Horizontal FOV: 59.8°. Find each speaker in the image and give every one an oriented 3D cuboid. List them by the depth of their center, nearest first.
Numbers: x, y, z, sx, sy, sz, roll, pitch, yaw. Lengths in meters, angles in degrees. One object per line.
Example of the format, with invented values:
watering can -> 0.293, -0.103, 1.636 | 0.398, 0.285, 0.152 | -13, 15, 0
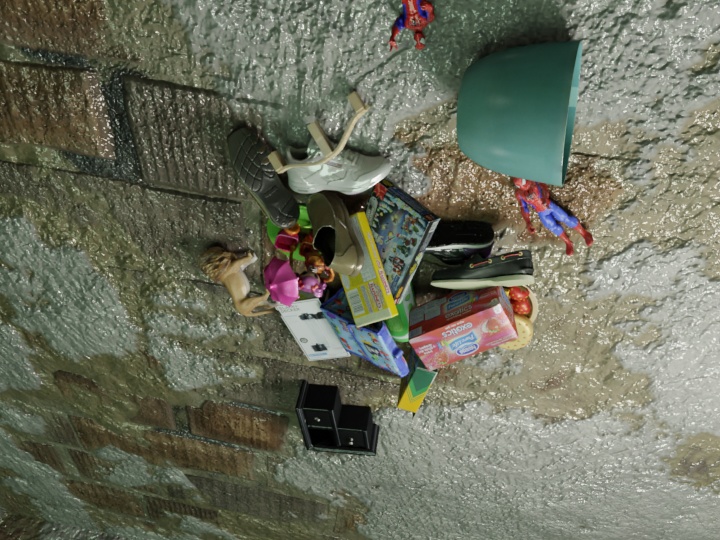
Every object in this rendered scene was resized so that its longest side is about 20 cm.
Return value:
speaker -> 0.075, 0.057, 1.319 | 0.087, 0.089, 0.202 | -4, 133, 17

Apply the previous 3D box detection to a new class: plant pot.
plant pot -> 0.232, -0.235, 0.929 | 0.159, 0.202, 0.202 | 9, 137, 20

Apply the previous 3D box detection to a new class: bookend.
bookend -> -0.057, 0.397, 1.676 | 0.197, 0.093, 0.201 | 3, 134, 10

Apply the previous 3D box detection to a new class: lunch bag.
lunch bag -> 0.026, 0.135, 1.330 | 0.199, 0.094, 0.152 | 30, 155, 48

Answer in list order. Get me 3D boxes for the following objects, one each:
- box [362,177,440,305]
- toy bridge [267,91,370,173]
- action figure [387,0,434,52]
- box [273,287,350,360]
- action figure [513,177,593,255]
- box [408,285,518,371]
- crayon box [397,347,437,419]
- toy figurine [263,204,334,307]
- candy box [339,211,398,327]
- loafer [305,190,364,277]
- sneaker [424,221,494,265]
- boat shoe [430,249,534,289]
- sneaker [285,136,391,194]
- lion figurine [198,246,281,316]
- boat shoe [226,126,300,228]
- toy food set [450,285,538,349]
box -> 0.052, -0.051, 1.173 | 0.137, 0.040, 0.202 | 40, 126, 26
toy bridge -> -0.065, -0.223, 1.070 | 0.198, 0.027, 0.068 | -31, 90, 19
action figure -> 0.062, -0.395, 0.878 | 0.064, 0.100, 0.201 | -4, 135, 19
box -> -0.103, 0.117, 1.438 | 0.115, 0.061, 0.201 | -8, 131, 20
action figure -> 0.332, -0.088, 1.100 | 0.200, 0.100, 0.065 | 41, 128, -22
box -> 0.201, 0.105, 1.242 | 0.198, 0.100, 0.096 | -25, 119, 20
crayon box -> 0.131, 0.236, 1.450 | 0.051, 0.127, 0.202 | 15, 135, -1
toy figurine -> -0.111, -0.006, 1.232 | 0.197, 0.186, 0.151 | 19, 135, -7
candy box -> 0.000, 0.000, 1.188 | 0.101, 0.026, 0.203 | -20, 87, 43
loafer -> -0.057, -0.076, 1.152 | 0.067, 0.201, 0.076 | 6, 132, -41
sneaker -> 0.156, -0.042, 1.214 | 0.197, 0.076, 0.088 | 5, 140, 8
boat shoe -> 0.226, 0.001, 1.175 | 0.199, 0.064, 0.073 | -8, 166, 30
sneaker -> -0.045, -0.189, 1.115 | 0.197, 0.075, 0.101 | -2, 130, 14
lion figurine -> -0.260, 0.032, 1.346 | 0.121, 0.072, 0.202 | -27, 88, 5
boat shoe -> -0.188, -0.167, 1.168 | 0.202, 0.075, 0.074 | 62, 163, -17
toy food set -> 0.274, 0.086, 1.325 | 0.195, 0.049, 0.202 | 7, 135, 7
